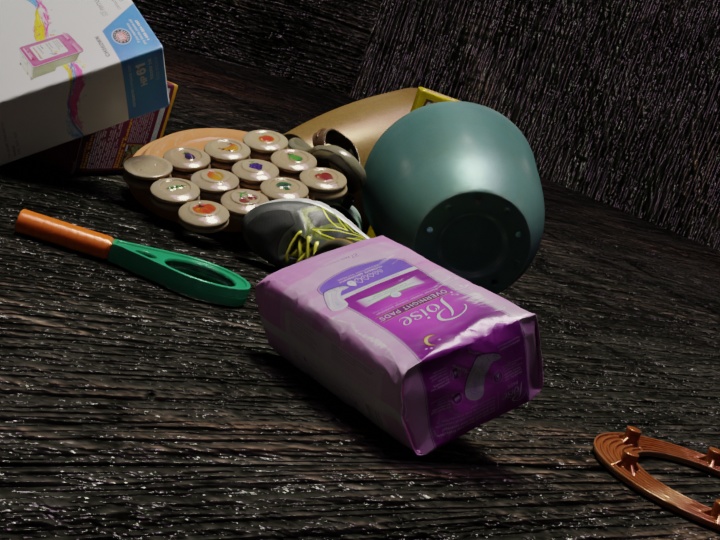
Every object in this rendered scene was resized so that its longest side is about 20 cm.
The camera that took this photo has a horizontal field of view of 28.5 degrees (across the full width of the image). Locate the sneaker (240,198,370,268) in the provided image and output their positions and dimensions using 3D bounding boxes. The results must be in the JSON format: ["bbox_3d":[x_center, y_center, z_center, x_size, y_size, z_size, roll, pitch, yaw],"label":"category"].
[{"bbox_3d":[-0.023,-0.014,1.340,0.199,0.075,0.085,21,11,8],"label":"sneaker"}]

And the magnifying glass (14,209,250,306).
[{"bbox_3d":[-0.189,-0.010,1.180,0.199,0.022,0.080,20,10,-7],"label":"magnifying glass"}]

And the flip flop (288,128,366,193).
[{"bbox_3d":[-0.030,-0.129,1.582,0.081,0.058,0.200,38,-6,-14],"label":"flip flop"}]

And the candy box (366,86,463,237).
[{"bbox_3d":[0.082,-0.101,1.632,0.102,0.201,0.026,16,13,-13],"label":"candy box"}]

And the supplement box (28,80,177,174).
[{"bbox_3d":[-0.295,-0.173,1.578,0.085,0.111,0.200,21,10,14],"label":"supplement box"}]

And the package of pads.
[{"bbox_3d":[0.024,0.046,1.013,0.120,0.076,0.200,-24,31,-26],"label":"package of pads"}]

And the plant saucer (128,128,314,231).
[{"bbox_3d":[-0.146,-0.103,1.501,0.200,0.032,0.200,5,30,-3],"label":"plant saucer"}]

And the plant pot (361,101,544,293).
[{"bbox_3d":[0.106,-0.060,1.516,0.200,0.201,0.161,17,23,-13],"label":"plant pot"}]

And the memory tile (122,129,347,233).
[{"bbox_3d":[-0.127,-0.096,1.447,0.200,0.017,0.153,-18,39,-36],"label":"memory tile"}]

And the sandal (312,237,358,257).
[{"bbox_3d":[-0.008,0.029,1.186,0.054,0.081,0.200,-8,25,-20],"label":"sandal"}]

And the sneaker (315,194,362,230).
[{"bbox_3d":[-0.087,-0.080,1.557,0.200,0.074,0.118,20,4,-7],"label":"sneaker"}]

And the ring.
[{"bbox_3d":[0.278,0.166,1.104,0.200,0.019,0.200,19,11,-4],"label":"ring"}]

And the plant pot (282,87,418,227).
[{"bbox_3d":[-0.007,-0.134,1.780,0.200,0.187,0.186,-7,25,-38],"label":"plant pot"}]

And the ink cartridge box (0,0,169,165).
[{"bbox_3d":[-0.312,-0.204,1.411,0.200,0.085,0.145,-24,56,-18],"label":"ink cartridge box"}]
